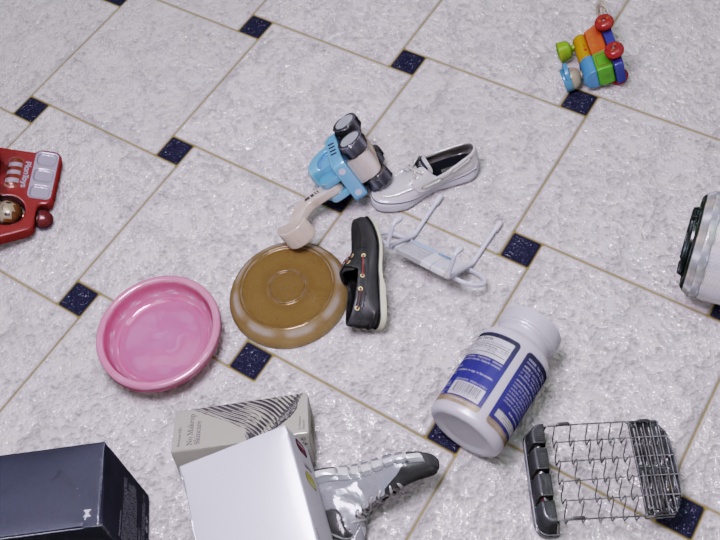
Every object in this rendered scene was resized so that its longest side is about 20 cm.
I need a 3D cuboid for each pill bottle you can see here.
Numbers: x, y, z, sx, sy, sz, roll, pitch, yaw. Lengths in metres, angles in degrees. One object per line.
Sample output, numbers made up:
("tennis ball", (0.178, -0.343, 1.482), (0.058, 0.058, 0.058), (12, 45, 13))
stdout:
("pill bottle", (0.197, 0.153, 1.327), (0.115, 0.116, 0.200), (28, 65, 23))

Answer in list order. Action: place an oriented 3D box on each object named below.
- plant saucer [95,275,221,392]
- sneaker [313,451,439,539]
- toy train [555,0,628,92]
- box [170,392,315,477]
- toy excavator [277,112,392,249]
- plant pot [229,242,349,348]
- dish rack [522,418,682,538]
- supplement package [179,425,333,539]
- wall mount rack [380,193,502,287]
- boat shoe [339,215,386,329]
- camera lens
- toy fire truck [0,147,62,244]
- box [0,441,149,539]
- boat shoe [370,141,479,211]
("plant saucer", (-0.313, 0.104, 1.470), (0.198, 0.051, 0.202), (-3, 56, 5))
("sneaker", (0.019, 0.321, 1.278), (0.198, 0.075, 0.117), (-14, 61, 11))
("toy train", (0.405, -0.414, 1.693), (0.115, 0.085, 0.202), (-16, 55, 13))
("box", (-0.166, 0.239, 1.342), (0.198, 0.069, 0.083), (-9, 40, 1))
("toy excavator", (-0.053, -0.140, 1.562), (0.199, 0.100, 0.195), (-34, 32, 13))
("plant pot", (-0.116, 0.031, 1.504), (0.198, 0.028, 0.202), (-3, 57, 5))
("dish rack", (0.328, 0.276, 1.269), (0.198, 0.055, 0.155), (-4, 58, 3))
("supplement package", (-0.127, 0.332, 1.211), (0.154, 0.111, 0.202), (-21, 61, 4))
("wall mount rack", (0.134, -0.052, 1.500), (0.199, 0.075, 0.173), (27, 27, 22))
("boat shoe", (0.001, -0.002, 1.475), (0.062, 0.074, 0.203), (5, 59, -15))
("camera lens", (0.573, -0.020, 1.359), (0.198, 0.161, 0.161), (15, 60, 17))
("toy fire truck", (-0.620, -0.134, 1.642), (0.166, 0.112, 0.202), (6, 57, -11))
("box", (-0.403, 0.331, 1.246), (0.194, 0.201, 0.118), (-8, 56, 2))
("boat shoe", (0.107, -0.162, 1.572), (0.198, 0.066, 0.072), (-18, 54, -2))
